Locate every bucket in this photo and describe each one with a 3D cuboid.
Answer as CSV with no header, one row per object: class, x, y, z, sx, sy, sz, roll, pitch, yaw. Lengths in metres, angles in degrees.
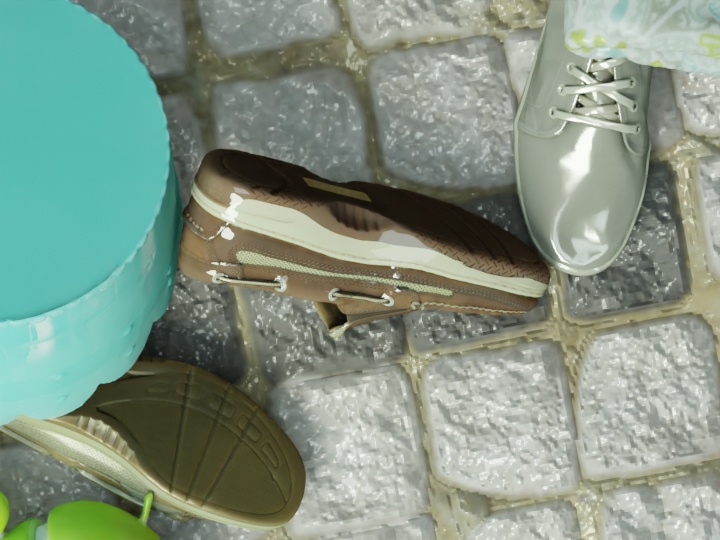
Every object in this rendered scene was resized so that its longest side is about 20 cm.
bucket,-0.183,-0.036,1.163,0.205,0.135,0.209,2,70,-5

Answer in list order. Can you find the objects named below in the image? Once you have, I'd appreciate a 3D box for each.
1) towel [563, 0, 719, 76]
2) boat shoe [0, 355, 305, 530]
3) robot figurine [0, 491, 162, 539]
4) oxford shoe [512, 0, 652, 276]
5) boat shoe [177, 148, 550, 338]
towel,0.203,-0.182,1.187,0.198,0.048,0.173,7,76,-12
boat shoe,-0.125,0.085,1.243,0.199,0.063,0.074,22,64,-6
robot figurine,-0.174,0.197,1.215,0.199,0.116,0.176,-29,98,2
oxford shoe,0.122,-0.097,1.226,0.075,0.058,0.202,8,94,-1
boat shoe,-0.001,-0.003,1.216,0.201,0.075,0.075,16,111,-19
